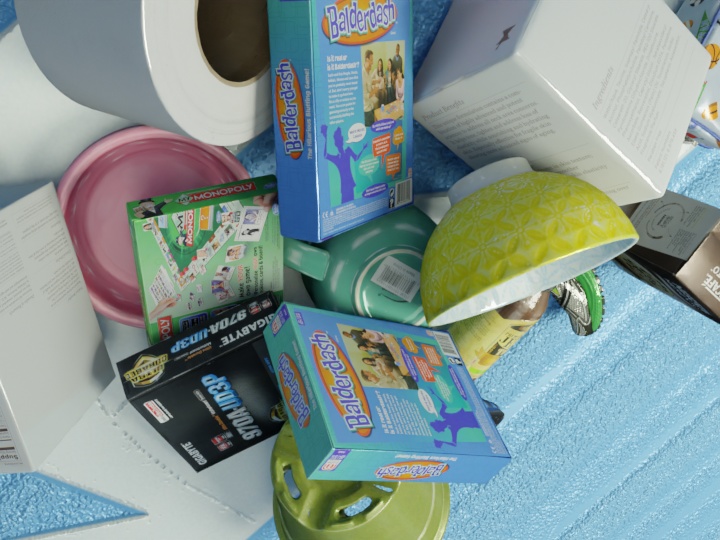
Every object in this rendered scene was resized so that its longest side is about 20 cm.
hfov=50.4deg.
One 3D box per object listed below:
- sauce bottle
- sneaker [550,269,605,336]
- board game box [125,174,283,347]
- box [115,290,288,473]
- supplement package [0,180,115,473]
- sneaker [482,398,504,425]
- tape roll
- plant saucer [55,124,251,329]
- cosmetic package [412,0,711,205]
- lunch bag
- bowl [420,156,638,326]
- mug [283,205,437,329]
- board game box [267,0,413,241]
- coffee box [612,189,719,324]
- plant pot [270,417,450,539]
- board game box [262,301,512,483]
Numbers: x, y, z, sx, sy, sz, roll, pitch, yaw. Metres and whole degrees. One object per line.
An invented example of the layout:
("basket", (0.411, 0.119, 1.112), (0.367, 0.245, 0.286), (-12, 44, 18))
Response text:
("sauce bottle", (0.157, 0.045, 0.830), (0.064, 0.065, 0.200), (23, 126, -21))
("sneaker", (0.209, -0.006, 0.870), (0.085, 0.078, 0.201), (-33, 105, 4))
("board game box", (-0.138, 0.011, 0.718), (0.133, 0.029, 0.201), (-13, 134, -21))
("box", (-0.130, 0.118, 0.770), (0.158, 0.046, 0.201), (-25, 147, -8))
("supplement package", (-0.336, 0.048, 0.658), (0.149, 0.152, 0.202), (-5, 112, 12))
("sneaker", (0.105, 0.155, 0.872), (0.066, 0.078, 0.200), (-48, 150, 8))
("tape roll", (-0.144, -0.212, 0.602), (0.202, 0.138, 0.204), (-40, 140, -44))
("plant saucer", (-0.195, -0.044, 0.747), (0.198, 0.051, 0.203), (-5, 110, -15))
("cosmetic package", (0.184, -0.176, 0.718), (0.199, 0.167, 0.167), (36, 69, -23))
("lunch bag", (0.411, -0.231, 0.844), (0.159, 0.076, 0.201), (25, 99, -24))
("bowl", (0.133, -0.036, 0.689), (0.198, 0.200, 0.109), (-20, 79, -9))
("mug", (0.007, 0.008, 0.786), (0.183, 0.114, 0.153), (-18, 112, -10))
("board game box", (-0.010, -0.141, 0.648), (0.152, 0.045, 0.202), (-25, 119, -52))
("coffee box", (0.330, -0.027, 0.820), (0.113, 0.200, 0.080), (37, 96, -23))
("plant pot", (-0.010, 0.211, 0.763), (0.199, 0.201, 0.190), (-26, 155, -6))
("board game box", (0.024, 0.111, 0.679), (0.199, 0.153, 0.045), (14, 128, -35))
